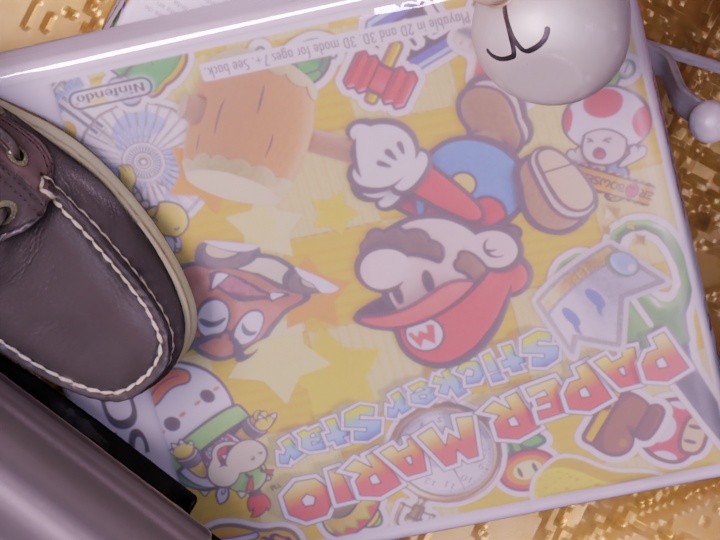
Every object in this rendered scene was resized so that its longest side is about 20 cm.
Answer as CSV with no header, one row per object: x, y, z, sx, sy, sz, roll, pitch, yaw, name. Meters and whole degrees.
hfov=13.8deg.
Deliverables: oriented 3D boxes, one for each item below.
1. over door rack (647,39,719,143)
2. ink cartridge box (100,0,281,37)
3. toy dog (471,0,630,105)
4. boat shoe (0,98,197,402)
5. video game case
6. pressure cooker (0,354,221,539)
0.150,-0.109,0.903,0.200,0.067,0.148,14,115,8,over door rack
-0.034,-0.047,0.922,0.109,0.050,0.200,28,115,-10,ink cartridge box
0.036,-0.153,0.820,0.132,0.200,0.096,-42,136,22,toy dog
-0.132,-0.026,0.849,0.072,0.066,0.201,-39,106,21,boat shoe
0.000,0.000,0.901,0.200,0.023,0.182,-12,115,9,video game case
-0.121,0.126,0.866,0.200,0.176,0.179,38,95,-5,pressure cooker
